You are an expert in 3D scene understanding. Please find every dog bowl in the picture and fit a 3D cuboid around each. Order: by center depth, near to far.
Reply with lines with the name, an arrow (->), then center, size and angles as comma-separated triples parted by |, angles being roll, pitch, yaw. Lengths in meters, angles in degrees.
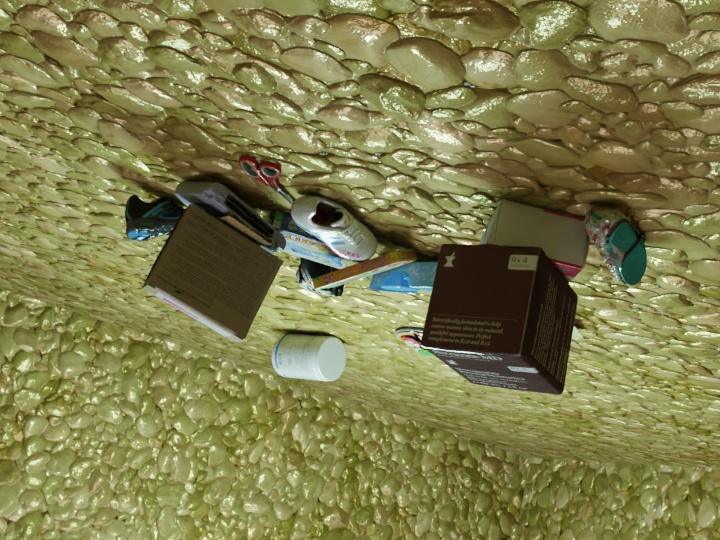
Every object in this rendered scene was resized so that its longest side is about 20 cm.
dog bowl -> 0.106, 0.014, 1.744 | 0.198, 0.050, 0.111 | 0, 172, 42

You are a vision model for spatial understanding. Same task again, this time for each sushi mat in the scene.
sushi mat -> -0.238, -0.068, 1.657 | 0.095, 0.012, 0.199 | 37, 160, -25

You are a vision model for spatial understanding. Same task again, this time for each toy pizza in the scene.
toy pizza -> 0.182, 0.194, 2.349 | 0.197, 0.032, 0.200 | 13, 164, 4

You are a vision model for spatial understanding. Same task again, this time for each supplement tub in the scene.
supplement tub -> -0.154, 0.255, 2.665 | 0.198, 0.134, 0.131 | 0, 159, 40

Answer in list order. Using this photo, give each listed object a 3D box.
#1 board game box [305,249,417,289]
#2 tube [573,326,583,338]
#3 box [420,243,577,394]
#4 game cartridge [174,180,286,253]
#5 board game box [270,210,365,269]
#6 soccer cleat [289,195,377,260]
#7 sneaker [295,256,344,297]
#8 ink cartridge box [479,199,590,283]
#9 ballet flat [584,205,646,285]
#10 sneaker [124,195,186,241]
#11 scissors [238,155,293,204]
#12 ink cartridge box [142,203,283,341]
board game box -> 0.000, 0.000, 1.687 | 0.197, 0.030, 0.095 | -15, 176, 24
tube -> 0.376, 0.129, 1.951 | 0.197, 0.053, 0.058 | 0, -159, 30
box -> 0.216, 0.075, 1.372 | 0.164, 0.167, 0.200 | 3, 160, 33
game cartridge -> -0.240, -0.099, 1.652 | 0.132, 0.041, 0.200 | 3, 151, 44
board game box -> -0.082, -0.052, 1.739 | 0.197, 0.035, 0.135 | 17, 163, -7
soccer cleat -> -0.032, -0.070, 1.572 | 0.198, 0.071, 0.086 | 26, 160, -35
sneaker -> -0.105, 0.009, 1.896 | 0.087, 0.075, 0.200 | 6, 162, 18
ink cartridge box -> 0.268, -0.027, 1.438 | 0.144, 0.084, 0.200 | 13, 164, 2
ballet flat -> 0.382, -0.043, 1.350 | 0.064, 0.076, 0.200 | 40, 177, 36
sneaker -> -0.359, -0.105, 1.753 | 0.198, 0.083, 0.073 | 2, 158, -37
scissors -> -0.152, -0.146, 1.530 | 0.072, 0.014, 0.200 | 8, 164, 11
ink cartridge box -> -0.262, 0.007, 1.604 | 0.199, 0.166, 0.075 | 32, 162, -16
